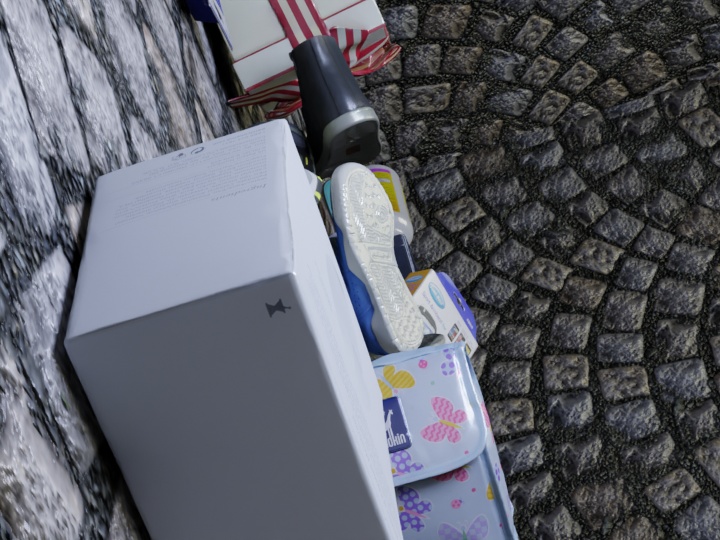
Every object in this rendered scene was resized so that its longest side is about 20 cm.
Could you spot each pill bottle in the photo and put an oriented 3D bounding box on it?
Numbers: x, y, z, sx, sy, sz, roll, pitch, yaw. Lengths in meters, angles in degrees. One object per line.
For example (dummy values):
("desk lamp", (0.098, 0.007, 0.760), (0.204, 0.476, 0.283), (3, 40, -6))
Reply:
("pill bottle", (0.038, -0.093, 2.919), (0.200, 0.104, 0.104), (-102, 174, -46))

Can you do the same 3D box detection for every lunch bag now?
("lunch bag", (0.037, 0.172, 1.413), (0.127, 0.169, 0.201), (-88, 164, -72))

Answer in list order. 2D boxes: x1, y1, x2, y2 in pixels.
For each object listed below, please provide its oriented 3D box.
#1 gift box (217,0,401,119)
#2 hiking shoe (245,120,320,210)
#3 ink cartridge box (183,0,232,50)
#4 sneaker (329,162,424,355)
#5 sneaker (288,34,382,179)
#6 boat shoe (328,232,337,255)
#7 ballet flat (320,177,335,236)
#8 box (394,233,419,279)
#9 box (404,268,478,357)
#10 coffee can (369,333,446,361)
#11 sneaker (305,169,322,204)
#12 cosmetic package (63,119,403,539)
("gift box", (-0.077, -0.270, 1.698), (0.187, 0.184, 0.200), (64, 8, 2))
("hiking shoe", (-0.069, -0.065, 1.607), (0.200, 0.076, 0.101), (69, 2, -53))
("ink cartridge box", (-0.170, -0.316, 1.566), (0.095, 0.037, 0.200), (64, 7, -69))
("sneaker", (-0.014, -0.007, 1.616), (0.077, 0.111, 0.200), (-34, 110, -43))
("sneaker", (-0.028, -0.165, 1.634), (0.200, 0.075, 0.106), (116, -47, -74))
("boat shoe", (0.000, 0.000, 1.757), (0.071, 0.091, 0.200), (44, -28, 16))
("ballet flat", (-0.015, -0.035, 2.293), (0.065, 0.070, 0.201), (104, -24, -70))
("box", (0.044, 0.094, 2.121), (0.200, 0.124, 0.197), (65, 10, -58))
("box", (0.064, 0.092, 1.848), (0.119, 0.041, 0.200), (59, 43, -22))
("coffee can", (0.049, 0.183, 1.666), (0.146, 0.146, 0.201), (-71, 144, -83))
("sneaker", (-0.087, -0.045, 1.467), (0.076, 0.075, 0.200), (36, 23, -17))
("cosmetic package", (-0.063, 0.057, 0.873), (0.200, 0.123, 0.200), (-101, 173, -64))
